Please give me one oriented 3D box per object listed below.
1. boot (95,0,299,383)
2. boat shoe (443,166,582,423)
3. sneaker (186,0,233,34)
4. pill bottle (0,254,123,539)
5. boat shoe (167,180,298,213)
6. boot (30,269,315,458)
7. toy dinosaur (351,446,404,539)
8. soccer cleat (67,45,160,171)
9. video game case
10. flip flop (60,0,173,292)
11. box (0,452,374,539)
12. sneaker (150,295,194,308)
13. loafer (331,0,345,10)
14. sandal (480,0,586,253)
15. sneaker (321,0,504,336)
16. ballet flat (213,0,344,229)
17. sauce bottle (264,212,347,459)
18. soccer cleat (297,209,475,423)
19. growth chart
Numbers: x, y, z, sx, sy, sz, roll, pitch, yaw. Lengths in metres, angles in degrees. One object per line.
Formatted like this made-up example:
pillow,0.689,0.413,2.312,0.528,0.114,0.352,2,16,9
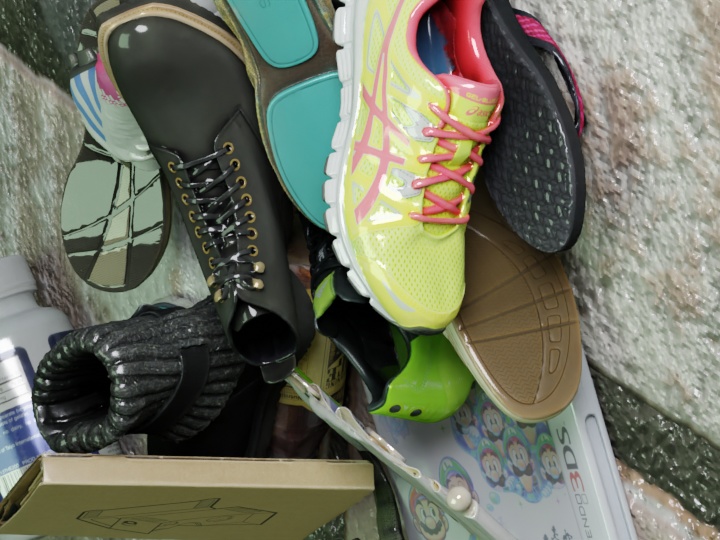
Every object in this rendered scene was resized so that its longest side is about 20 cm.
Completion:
boot,-0.077,-0.045,1.289,0.200,0.077,0.139,52,-156,-48
boat shoe,0.063,0.002,1.299,0.065,0.072,0.201,102,146,-60
sneaker,-0.080,-0.233,1.310,0.075,0.099,0.201,-11,60,40
pill bottle,-0.252,0.096,1.757,0.111,0.111,0.201,-28,83,56
boat shoe,-0.084,-0.046,1.462,0.075,0.092,0.201,46,139,31
boot,-0.126,0.085,1.414,0.079,0.157,0.212,47,138,22
toy dinosaur,0.017,0.192,1.448,0.088,0.047,0.201,124,131,-61
soccer cleat,-0.128,-0.105,1.449,0.087,0.070,0.200,69,166,-8
video game case,0.083,0.131,1.375,0.200,0.024,0.183,-11,97,57
flip flop,-0.154,-0.085,1.577,0.081,0.058,0.202,3,96,20
box,-0.110,0.139,1.422,0.163,0.199,0.021,136,134,-65
sneaker,-0.132,0.059,1.597,0.200,0.079,0.078,-17,92,57
loafer,-0.048,-0.175,1.384,0.199,0.073,0.073,1,67,52
sandal,0.085,-0.101,1.249,0.075,0.045,0.201,-53,48,45
sneaker,0.034,-0.068,1.216,0.090,0.078,0.201,-12,80,47
ballet flat,-0.033,-0.116,1.280,0.071,0.071,0.201,20,141,49
sauce bottle,-0.040,0.061,1.482,0.066,0.066,0.201,40,137,37
soccer cleat,0.000,0.000,1.355,0.068,0.081,0.201,-50,54,33
growth chart,0.031,0.116,1.338,0.200,0.018,0.145,35,174,41
